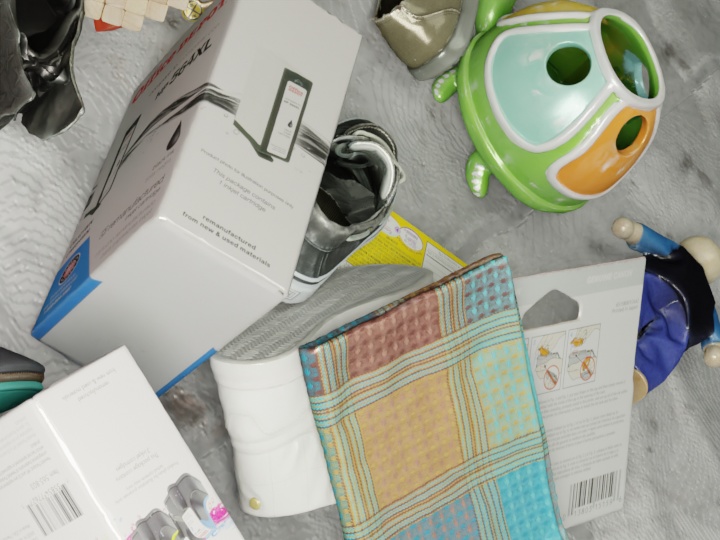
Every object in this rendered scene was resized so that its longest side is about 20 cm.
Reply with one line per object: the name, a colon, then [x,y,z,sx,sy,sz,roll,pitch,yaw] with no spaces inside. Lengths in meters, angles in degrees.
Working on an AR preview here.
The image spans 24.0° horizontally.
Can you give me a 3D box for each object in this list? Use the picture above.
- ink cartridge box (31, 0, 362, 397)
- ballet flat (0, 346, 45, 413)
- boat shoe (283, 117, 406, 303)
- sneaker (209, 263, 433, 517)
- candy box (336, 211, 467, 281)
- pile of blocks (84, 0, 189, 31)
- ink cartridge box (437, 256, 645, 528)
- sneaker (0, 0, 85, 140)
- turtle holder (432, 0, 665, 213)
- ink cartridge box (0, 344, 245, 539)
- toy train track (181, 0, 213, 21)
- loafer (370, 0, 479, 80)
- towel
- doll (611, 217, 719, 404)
ink cartridge box: [-0.087,-0.049,0.938,0.084,0.146,0.200,31,47,-20]
ballet flat: [-0.237,0.056,0.792,0.200,0.073,0.073,-21,81,-46]
boat shoe: [-0.004,-0.048,1.018,0.072,0.071,0.200,44,30,-11]
sneaker: [-0.017,0.071,0.988,0.200,0.074,0.116,-30,119,-53]
candy box: [0.000,0.000,1.083,0.200,0.026,0.102,35,51,-24]
pile of blocks: [-0.146,-0.197,1.005,0.082,0.062,0.200,1,43,-27]
ink cartridge box: [0.098,0.082,1.051,0.200,0.044,0.174,-8,105,-46]
sneaker: [-0.186,-0.147,0.933,0.060,0.104,0.200,22,52,-33]
turtle holder: [0.147,-0.139,1.229,0.141,0.132,0.186,27,50,-29]
ink cartridge box: [-0.113,0.152,0.816,0.068,0.115,0.200,-31,90,-48]
toy train track: [-0.102,-0.183,1.052,0.115,0.033,0.200,-88,165,-76]
loafer: [0.052,-0.233,1.237,0.070,0.075,0.200,34,47,-31]
towel: [0.047,0.106,0.958,0.147,0.022,0.200,-26,114,-29]
doll: [0.224,0.022,1.269,0.136,0.048,0.200,57,42,-3]
